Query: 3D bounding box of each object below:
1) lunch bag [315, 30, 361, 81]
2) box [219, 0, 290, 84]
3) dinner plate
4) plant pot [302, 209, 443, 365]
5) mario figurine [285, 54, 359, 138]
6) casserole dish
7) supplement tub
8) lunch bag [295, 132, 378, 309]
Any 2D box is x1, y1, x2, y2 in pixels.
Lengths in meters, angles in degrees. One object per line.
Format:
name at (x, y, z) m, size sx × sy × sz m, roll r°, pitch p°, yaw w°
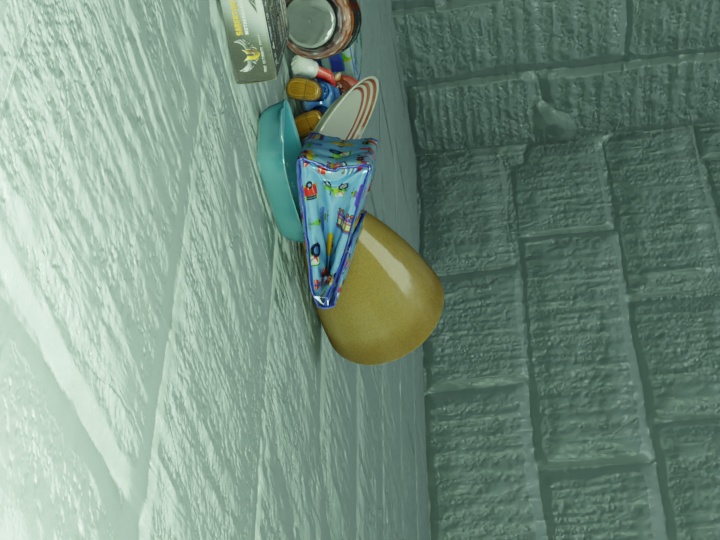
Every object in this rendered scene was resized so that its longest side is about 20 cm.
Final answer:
lunch bag at (-0.047, -0.402, 1.915) m, size 0.162 × 0.081 × 0.201 m, roll -89°, pitch 171°, yaw -49°
box at (-0.124, -0.332, 1.341) m, size 0.159 × 0.048 × 0.202 m, roll -86°, pitch 168°, yaw -59°
dinner plate at (-0.038, -0.188, 1.688) m, size 0.201 × 0.024 × 0.200 m, roll -55°, pitch 170°, yaw -14°
plant pot at (0.000, 0.000, 1.690) m, size 0.201 × 0.185 × 0.188 m, roll 58°, pitch 24°, yaw -47°
mario figurine at (-0.068, -0.238, 1.750) m, size 0.124 × 0.105 × 0.200 m, roll -60°, pitch 171°, yaw 16°
casserole dish at (-0.093, -0.118, 1.480) m, size 0.201 × 0.038 × 0.122 m, roll 74°, pitch 13°, yaw -54°
supplement tub at (-0.058, -0.350, 1.679) m, size 0.200 × 0.106 × 0.108 m, roll -66°, pitch 149°, yaw -77°
lunch bag at (-0.035, -0.055, 1.495) m, size 0.151 × 0.093 × 0.202 m, roll -78°, pitch 174°, yaw -71°
